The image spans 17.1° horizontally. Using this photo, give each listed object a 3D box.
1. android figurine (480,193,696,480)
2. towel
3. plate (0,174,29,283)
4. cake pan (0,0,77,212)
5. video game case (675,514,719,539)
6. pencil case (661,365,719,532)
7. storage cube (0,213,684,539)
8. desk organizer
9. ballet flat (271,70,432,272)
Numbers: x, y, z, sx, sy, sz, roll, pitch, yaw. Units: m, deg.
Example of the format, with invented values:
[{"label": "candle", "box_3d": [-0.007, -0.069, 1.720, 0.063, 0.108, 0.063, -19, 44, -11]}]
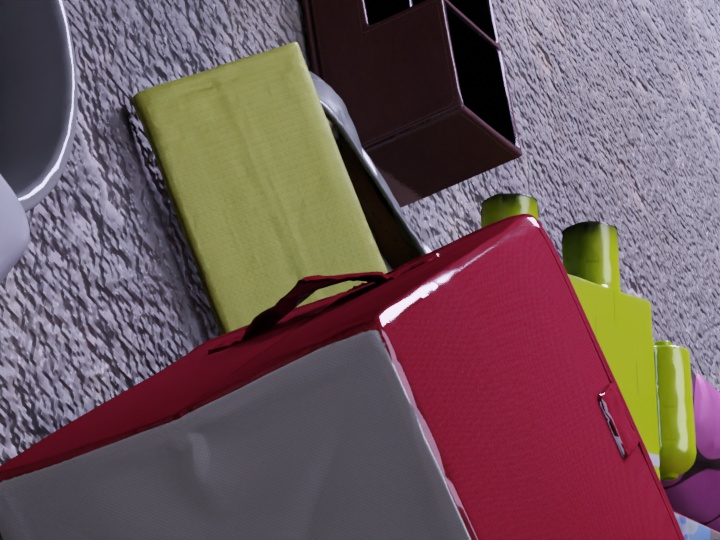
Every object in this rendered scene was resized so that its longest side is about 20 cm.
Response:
[{"label": "android figurine", "box_3d": [0.102, 0.064, 1.218, 0.182, 0.041, 0.201, 19, 60, -38]}, {"label": "towel", "box_3d": [-0.028, 0.006, 1.028, 0.086, 0.018, 0.201, -20, 87, -29]}, {"label": "plate", "box_3d": [-0.188, -0.029, 0.701, 0.200, 0.032, 0.200, 56, 40, -23]}, {"label": "cake pan", "box_3d": [-0.174, -0.106, 0.844, 0.200, 0.037, 0.201, 47, 31, -40]}, {"label": "video game case", "box_3d": [0.129, 0.185, 1.165, 0.200, 0.017, 0.144, 27, 72, -55]}, {"label": "pencil case", "box_3d": [0.192, 0.110, 1.375, 0.200, 0.091, 0.094, 40, 3, -45]}, {"label": "storage cube", "box_3d": [0.003, 0.104, 0.871, 0.201, 0.171, 0.180, 67, 24, -3]}, {"label": "desk organizer", "box_3d": [0.019, -0.139, 1.234, 0.072, 0.077, 0.201, 33, 41, -52]}, {"label": "ballet flat", "box_3d": [0.000, 0.000, 1.083, 0.200, 0.067, 0.064, 58, 13, -7]}]
